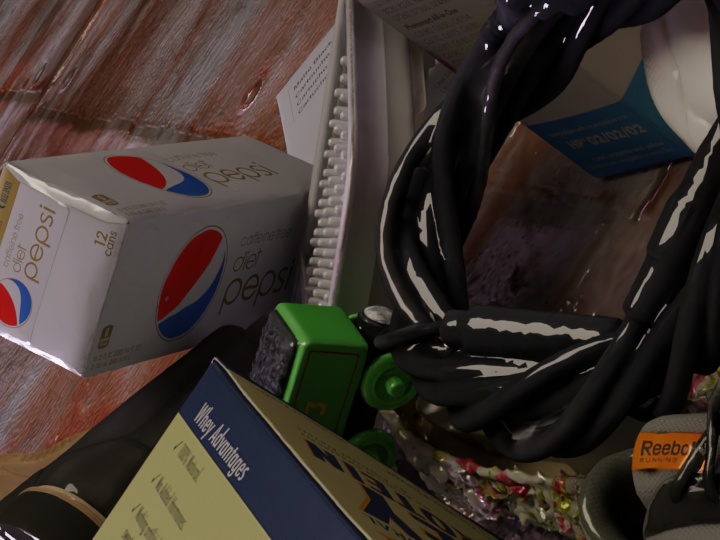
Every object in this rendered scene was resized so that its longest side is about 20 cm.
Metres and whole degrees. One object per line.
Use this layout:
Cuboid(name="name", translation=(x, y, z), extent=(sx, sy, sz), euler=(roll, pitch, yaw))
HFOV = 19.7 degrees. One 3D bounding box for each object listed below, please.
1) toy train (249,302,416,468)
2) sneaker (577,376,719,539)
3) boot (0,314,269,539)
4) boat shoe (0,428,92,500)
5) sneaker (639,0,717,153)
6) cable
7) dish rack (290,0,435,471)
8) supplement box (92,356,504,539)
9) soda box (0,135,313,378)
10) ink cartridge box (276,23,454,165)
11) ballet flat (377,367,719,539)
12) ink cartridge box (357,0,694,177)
Cuboid(name="toy train", translation=(-0.031, 0.101, 0.730), extent=(0.042, 0.056, 0.201), euler=(50, 128, 54))
Cuboid(name="sneaker", translation=(0.110, 0.057, 0.492), extent=(0.074, 0.079, 0.200), euler=(-56, 5, -25))
Cuboid(name="boot", translation=(-0.104, 0.097, 0.876), extent=(0.138, 0.078, 0.200), euler=(-47, 10, -29))
Cuboid(name="boat shoe", translation=(-0.116, 0.113, 0.960), extent=(0.199, 0.069, 0.071), euler=(-4, 74, 39))
Cuboid(name="sneaker", translation=(0.143, -0.053, 0.601), extent=(0.200, 0.075, 0.089), euler=(-109, 26, -46))
Cuboid(name="cable", translation=(0.069, -0.022, 0.622), extent=(0.200, 0.051, 0.164), euler=(-45, 46, 41))
Cuboid(name="dish rack", translation=(0.000, 0.000, 0.817), extent=(0.172, 0.043, 0.201), euler=(-90, 8, -56))
Cuboid(name="supplement box", translation=(-0.024, 0.165, 0.608), extent=(0.200, 0.134, 0.200), euler=(-56, 22, 1))
Cuboid(name="soda box", translation=(-0.080, -0.011, 0.875), extent=(0.200, 0.063, 0.068), euler=(-15, -54, -64))
Cuboid(name="ink cartridge box", translation=(0.034, -0.131, 1.023), extent=(0.200, 0.041, 0.200), euler=(-49, 23, 17))
Cuboid(name="ballet flat", translation=(0.066, 0.050, 0.675), extent=(0.200, 0.064, 0.076), euler=(-13, 46, 59))
Cuboid(name="ink cartridge box", translation=(0.056, -0.138, 0.773), extent=(0.068, 0.200, 0.115), euler=(-10, 50, 61))
